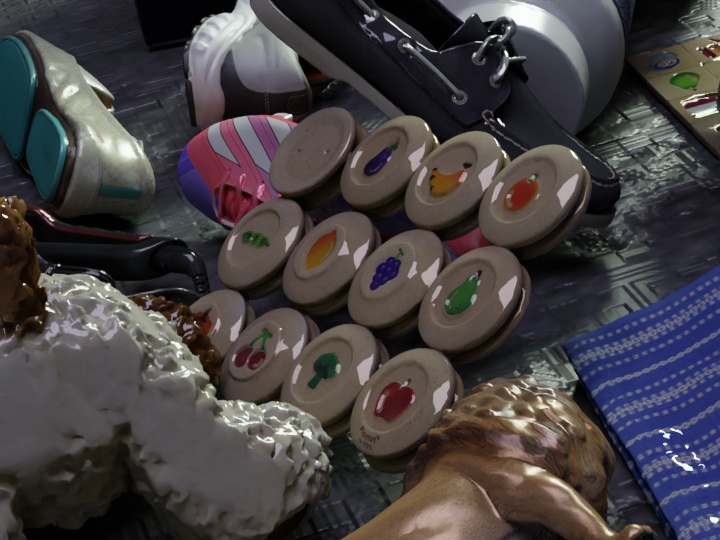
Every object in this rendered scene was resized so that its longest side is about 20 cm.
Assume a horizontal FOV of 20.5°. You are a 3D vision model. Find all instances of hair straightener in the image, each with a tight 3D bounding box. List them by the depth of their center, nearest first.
[{"bbox_3d":[-0.158,0.005,0.977,0.200,0.041,0.077,12,36,29],"label":"hair straightener"}]

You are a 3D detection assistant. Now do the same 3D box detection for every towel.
[{"bbox_3d":[0.165,0.043,0.752,0.145,0.024,0.200,-30,29,4],"label":"towel"}]

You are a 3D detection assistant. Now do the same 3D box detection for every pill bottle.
[{"bbox_3d":[0.086,-0.132,1.050,0.111,0.111,0.200,-3,29,14],"label":"pill bottle"}]

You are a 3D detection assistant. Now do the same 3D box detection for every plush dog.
[{"bbox_3d":[-0.133,0.053,0.784,0.200,0.161,0.172,-21,6,-16],"label":"plush dog"}]

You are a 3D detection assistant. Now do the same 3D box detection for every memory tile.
[{"bbox_3d":[0.000,0.000,0.843,0.200,0.017,0.153,15,67,53],"label":"memory tile"}]

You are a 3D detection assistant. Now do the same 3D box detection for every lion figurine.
[{"bbox_3d":[0.020,0.105,0.680,0.200,0.073,0.122,-25,37,-29],"label":"lion figurine"}]

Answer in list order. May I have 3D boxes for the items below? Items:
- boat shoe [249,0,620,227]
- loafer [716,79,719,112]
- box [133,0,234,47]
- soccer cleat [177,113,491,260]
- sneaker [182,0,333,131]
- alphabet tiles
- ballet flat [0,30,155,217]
[{"bbox_3d":[0.044,-0.094,0.921,0.200,0.063,0.073,35,22,4],"label":"boat shoe"},{"bbox_3d":[0.206,-0.086,0.952,0.070,0.070,0.200,-4,29,13],"label":"loafer"},{"bbox_3d":[-0.110,-0.275,1.290,0.104,0.200,0.182,-10,28,3],"label":"box"},{"bbox_3d":[-0.025,-0.026,0.951,0.200,0.067,0.076,17,43,37],"label":"soccer cleat"},{"bbox_3d":[-0.039,-0.141,1.167,0.079,0.074,0.200,7,38,13],"label":"sneaker"},{"bbox_3d":[0.261,-0.105,1.049,0.200,0.008,0.167,-15,28,-7],"label":"alphabet tiles"},{"bbox_3d":[-0.160,-0.077,1.112,0.062,0.068,0.200,8,24,-25],"label":"ballet flat"}]
